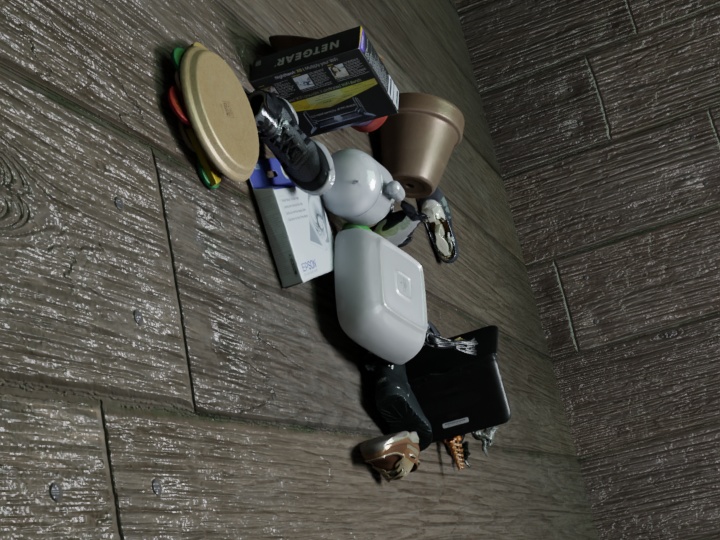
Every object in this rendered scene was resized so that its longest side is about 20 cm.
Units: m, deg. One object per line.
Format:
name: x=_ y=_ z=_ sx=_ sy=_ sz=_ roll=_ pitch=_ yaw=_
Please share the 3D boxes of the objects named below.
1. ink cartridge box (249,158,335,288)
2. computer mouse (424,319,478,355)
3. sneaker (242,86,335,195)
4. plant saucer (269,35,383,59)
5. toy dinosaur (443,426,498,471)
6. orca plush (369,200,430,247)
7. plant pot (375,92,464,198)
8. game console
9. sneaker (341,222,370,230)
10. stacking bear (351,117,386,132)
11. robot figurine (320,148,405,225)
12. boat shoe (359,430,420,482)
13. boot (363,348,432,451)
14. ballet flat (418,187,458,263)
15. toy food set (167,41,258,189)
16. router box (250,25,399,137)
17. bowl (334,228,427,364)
ink cartridge box: x=-0.101 y=-0.084 z=1.648 sx=0.199 sy=0.040 sz=0.202 roll=-26 pitch=98 yaw=-72
computer mouse: x=0.123 y=0.100 z=1.894 sx=0.139 sy=0.199 sz=0.047 roll=14 pitch=95 yaw=-34
sneaker: x=-0.120 y=-0.198 z=1.604 sx=0.201 sy=0.075 sz=0.113 roll=55 pitch=16 yaw=27
plant saucer: x=-0.061 y=-0.360 z=1.805 sx=0.200 sy=0.198 sz=0.037 roll=2 pitch=99 yaw=-71
toy dinosaur: x=0.189 y=0.317 z=2.108 sx=0.136 sy=0.101 sz=0.201 roll=44 pitch=48 yaw=-28
orca plush: x=0.049 y=-0.091 z=1.905 sx=0.200 sy=0.104 sz=0.072 roll=125 pitch=-45 yaw=-67
plant pot: x=0.115 y=-0.257 z=2.284 sx=0.200 sy=0.198 sz=0.177 roll=45 pitch=51 yaw=-55
game console: x=0.169 y=0.208 z=1.921 sx=0.116 sy=0.198 sz=0.178 roll=8 pitch=65 yaw=-69
sneaker: x=0.000 y=0.000 z=1.818 sx=0.084 sy=0.073 sz=0.202 roll=48 pitch=30 yaw=-60
stacking bear: x=-0.034 y=-0.341 z=2.005 sx=0.199 sy=0.121 sz=0.115 roll=19 pitch=48 yaw=-57
robot figurine: x=-0.007 y=-0.140 z=1.792 sx=0.200 sy=0.167 sz=0.115 roll=21 pitch=72 yaw=-72
boat shoe: x=0.056 y=0.300 z=1.703 sx=0.200 sy=0.075 sz=0.073 roll=17 pitch=59 yaw=-67
boot: x=0.062 y=0.200 z=1.831 sx=0.164 sy=0.073 sz=0.199 roll=-100 pitch=166 yaw=-45
ballet flat: x=0.183 y=-0.109 z=2.491 sx=0.073 sy=0.072 sz=0.202 roll=-51 pitch=124 yaw=-69
toy food set: x=-0.202 y=-0.215 z=1.458 sx=0.198 sy=0.048 sz=0.202 roll=-61 pitch=131 yaw=-66
router box: x=-0.056 y=-0.300 z=1.728 sx=0.158 sy=0.198 sz=0.053 roll=52 pitch=33 yaw=-48
bowl: x=0.043 y=0.036 z=1.738 sx=0.199 sy=0.074 sz=0.202 roll=33 pitch=47 yaw=-45
